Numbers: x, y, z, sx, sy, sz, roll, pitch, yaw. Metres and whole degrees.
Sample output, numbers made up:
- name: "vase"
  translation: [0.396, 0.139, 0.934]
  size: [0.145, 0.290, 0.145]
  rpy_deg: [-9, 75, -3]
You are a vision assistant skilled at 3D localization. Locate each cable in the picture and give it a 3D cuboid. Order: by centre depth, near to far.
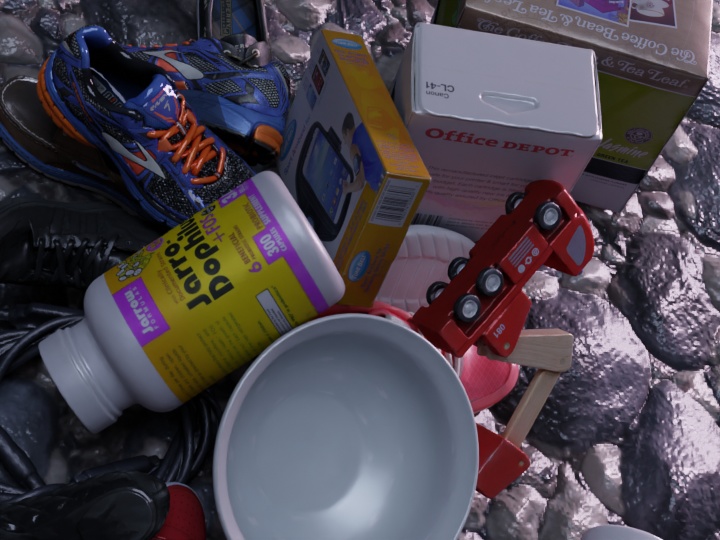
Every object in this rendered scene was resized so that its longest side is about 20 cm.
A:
- name: "cable"
  translation: [-0.194, 0.105, 1.119]
  size: [0.197, 0.051, 0.165]
  rpy_deg: [12, 60, -9]

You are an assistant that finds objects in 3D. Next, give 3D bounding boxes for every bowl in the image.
- name: "bowl"
  translation: [-0.023, 0.132, 1.107]
  size: [0.198, 0.090, 0.204]
  rpy_deg: [1, 88, -24]

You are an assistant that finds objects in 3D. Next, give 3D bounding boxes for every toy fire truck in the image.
- name: "toy fire truck"
  translation: [0.113, 0.049, 1.160]
  size: [0.200, 0.049, 0.141]
  rpy_deg: [-48, 119, -11]

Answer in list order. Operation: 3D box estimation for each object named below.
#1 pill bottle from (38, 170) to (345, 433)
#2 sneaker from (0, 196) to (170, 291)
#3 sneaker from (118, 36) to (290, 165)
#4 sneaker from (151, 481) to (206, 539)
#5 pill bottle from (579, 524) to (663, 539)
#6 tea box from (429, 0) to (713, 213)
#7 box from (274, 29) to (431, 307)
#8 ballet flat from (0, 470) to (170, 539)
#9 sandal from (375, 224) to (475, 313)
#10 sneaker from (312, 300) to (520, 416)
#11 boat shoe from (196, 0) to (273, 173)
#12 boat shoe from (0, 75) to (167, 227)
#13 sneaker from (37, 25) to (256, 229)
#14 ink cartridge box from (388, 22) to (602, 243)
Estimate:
- name: "pill bottle"
  translation: [-0.116, 0.026, 1.074]
  size: [0.199, 0.104, 0.105]
  rpy_deg: [-33, 72, -3]
- name: "sneaker"
  translation: [-0.185, -0.009, 1.139]
  size: [0.104, 0.061, 0.199]
  rpy_deg: [28, 20, 28]
- name: "sneaker"
  translation: [-0.139, -0.148, 1.237]
  size: [0.198, 0.075, 0.079]
  rpy_deg: [21, 73, 14]
- name: "sneaker"
  translation: [-0.132, 0.223, 1.026]
  size: [0.071, 0.112, 0.202]
  rpy_deg: [30, 59, -19]
- name: "pill bottle"
  translation: [0.163, 0.283, 1.082]
  size: [0.108, 0.109, 0.201]
  rpy_deg: [25, 58, 0]
- name: "tea box"
  translation: [0.159, -0.175, 1.281]
  size: [0.197, 0.197, 0.135]
  rpy_deg: [16, 59, -6]
- name: "box"
  translation: [-0.014, -0.084, 1.162]
  size: [0.041, 0.120, 0.201]
  rpy_deg: [5, 39, -27]
- name: "ballet flat"
  translation: [-0.219, 0.181, 1.047]
  size: [0.197, 0.057, 0.067]
  rpy_deg: [-15, 89, 7]
- name: "sandal"
  translation: [0.001, -0.006, 1.224]
  size: [0.200, 0.083, 0.050]
  rpy_deg: [-2, 36, -17]
- name: "sneaker"
  translation: [0.031, 0.064, 1.180]
  size: [0.197, 0.087, 0.075]
  rpy_deg: [7, 61, -11]
- name: "boat shoe"
  translation: [-0.104, -0.174, 1.292]
  size: [0.068, 0.057, 0.202]
  rpy_deg: [-1, 62, -15]
- name: "boat shoe"
  translation: [-0.196, -0.101, 1.219]
  size: [0.198, 0.073, 0.073]
  rpy_deg: [29, 58, 2]
- name: "sneaker"
  translation: [-0.148, -0.099, 1.135]
  size: [0.199, 0.079, 0.076]
  rpy_deg: [36, 57, 0]
- name: "ink cartridge box"
  translation: [0.086, -0.089, 1.212]
  size: [0.145, 0.201, 0.087]
  rpy_deg: [7, 59, -11]
